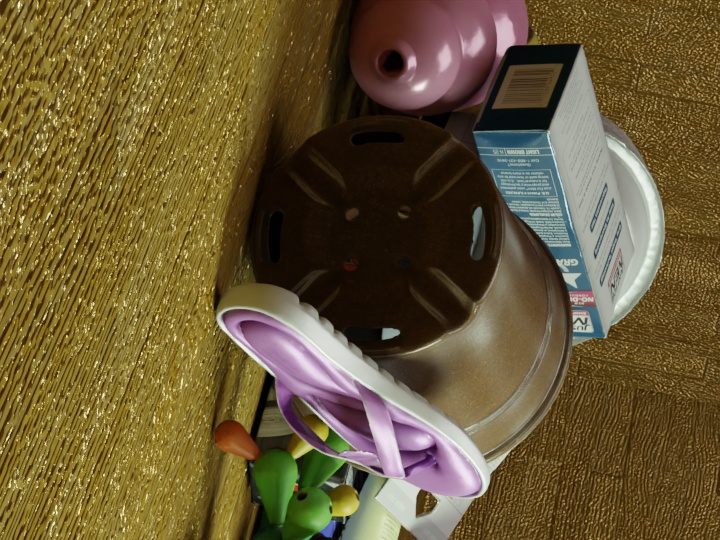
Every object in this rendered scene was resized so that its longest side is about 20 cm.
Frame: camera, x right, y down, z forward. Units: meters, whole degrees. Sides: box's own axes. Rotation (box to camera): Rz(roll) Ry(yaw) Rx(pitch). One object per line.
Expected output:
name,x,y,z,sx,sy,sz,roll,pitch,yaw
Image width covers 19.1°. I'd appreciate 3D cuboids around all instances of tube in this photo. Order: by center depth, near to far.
tube,0.000,0.216,1.598,0.058,0.052,0.200,-13,-128,62

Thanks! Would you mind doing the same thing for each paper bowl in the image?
paper bowl,0.142,-0.030,1.704,0.104,0.200,0.201,-100,-163,-67

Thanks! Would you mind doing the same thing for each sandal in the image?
sandal,-0.011,0.082,1.206,0.082,0.203,0.050,-14,-138,51

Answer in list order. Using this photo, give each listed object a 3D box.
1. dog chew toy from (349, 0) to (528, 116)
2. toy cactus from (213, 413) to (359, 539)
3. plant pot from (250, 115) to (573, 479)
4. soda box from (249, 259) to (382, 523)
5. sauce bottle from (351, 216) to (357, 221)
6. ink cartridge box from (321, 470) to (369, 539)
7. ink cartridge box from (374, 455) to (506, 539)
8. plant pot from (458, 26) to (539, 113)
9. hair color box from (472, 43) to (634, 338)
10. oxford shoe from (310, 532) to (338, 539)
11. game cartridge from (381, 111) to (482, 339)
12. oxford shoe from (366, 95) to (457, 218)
dog chew toy,0.049,-0.167,1.536,0.200,0.124,0.125,-44,145,-67
toy cactus,-0.067,0.179,1.263,0.200,0.102,0.165,-77,-166,-44
plant pot,0.025,0.008,1.313,0.198,0.200,0.201,64,36,-69
soda box,-0.022,0.068,1.480,0.063,0.071,0.200,94,9,-59
sauce bottle,0.000,0.000,1.614,0.200,0.066,0.066,-73,172,-50
ink cartridge box,-0.030,0.199,1.635,0.198,0.047,0.200,90,22,-56
ink cartridge box,0.073,0.117,1.635,0.176,0.045,0.200,-52,156,-7
plant pot,0.097,-0.107,1.831,0.201,0.200,0.189,-68,153,-64
hair color box,0.142,-0.055,1.548,0.100,0.060,0.200,-65,146,-41
oxford shoe,-0.048,0.252,1.420,0.200,0.084,0.073,-56,149,-39
game cartridge,0.054,-0.009,1.507,0.134,0.040,0.200,87,18,-50
oxford shoe,0.048,-0.123,1.657,0.071,0.071,0.200,-36,-144,34
